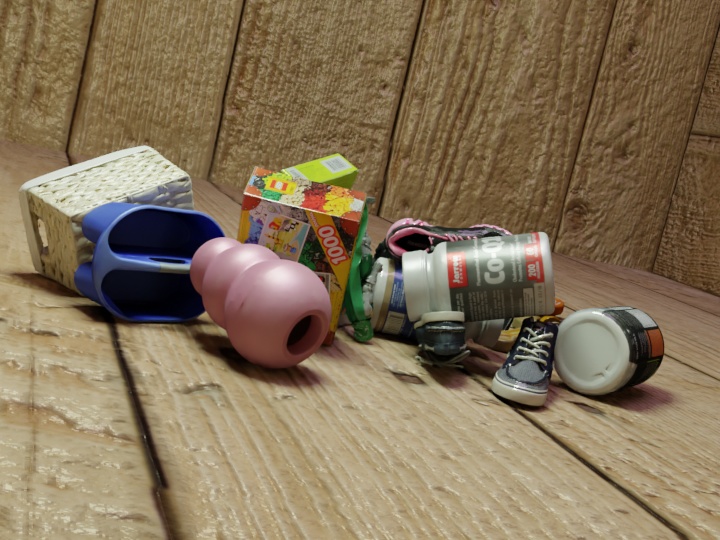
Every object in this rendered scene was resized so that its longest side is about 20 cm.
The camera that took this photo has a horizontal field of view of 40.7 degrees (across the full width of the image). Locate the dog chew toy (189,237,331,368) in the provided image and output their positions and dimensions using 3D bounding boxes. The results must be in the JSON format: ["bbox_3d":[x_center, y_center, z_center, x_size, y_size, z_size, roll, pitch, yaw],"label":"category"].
[{"bbox_3d":[-0.126,0.027,1.129,0.200,0.125,0.124,34,19,37],"label":"dog chew toy"}]

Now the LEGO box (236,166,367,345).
[{"bbox_3d":[-0.085,-0.017,1.260,0.148,0.201,0.077,13,35,0],"label":"LEGO box"}]

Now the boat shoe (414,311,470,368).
[{"bbox_3d":[0.111,0.097,1.301,0.074,0.062,0.200,1,-11,-3],"label":"boat shoe"}]

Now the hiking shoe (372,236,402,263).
[{"bbox_3d":[0.041,0.005,1.569,0.086,0.075,0.200,-9,-16,-37],"label":"hiking shoe"}]

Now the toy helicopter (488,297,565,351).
[{"bbox_3d":[0.287,0.110,1.580,0.199,0.079,0.132,-7,28,-37],"label":"toy helicopter"}]

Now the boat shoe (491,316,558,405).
[{"bbox_3d":[0.221,0.114,1.283,0.074,0.093,0.200,14,8,9],"label":"boat shoe"}]

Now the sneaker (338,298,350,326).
[{"bbox_3d":[-0.036,0.034,1.451,0.071,0.080,0.200,15,8,12],"label":"sneaker"}]

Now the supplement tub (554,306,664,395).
[{"bbox_3d":[0.369,0.114,1.422,0.122,0.123,0.200,18,9,32],"label":"supplement tub"}]

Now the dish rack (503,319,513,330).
[{"bbox_3d":[0.168,0.046,1.609,0.153,0.055,0.200,16,-15,25],"label":"dish rack"}]

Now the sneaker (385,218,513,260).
[{"bbox_3d":[0.129,-0.033,1.411,0.199,0.079,0.095,4,2,12],"label":"sneaker"}]

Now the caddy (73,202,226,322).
[{"bbox_3d":[-0.253,-0.010,1.199,0.105,0.142,0.200,14,7,42],"label":"caddy"}]

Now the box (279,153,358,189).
[{"bbox_3d":[-0.086,-0.060,1.352,0.048,0.200,0.122,41,37,21],"label":"box"}]

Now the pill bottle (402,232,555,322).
[{"bbox_3d":[0.161,0.013,1.334,0.199,0.114,0.114,-6,6,7],"label":"pill bottle"}]

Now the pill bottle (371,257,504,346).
[{"bbox_3d":[0.110,0.053,1.453,0.199,0.112,0.111,12,8,-6],"label":"pill bottle"}]

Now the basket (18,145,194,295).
[{"bbox_3d":[-0.328,-0.066,1.293,0.200,0.136,0.123,-25,38,-35],"label":"basket"}]

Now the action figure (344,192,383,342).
[{"bbox_3d":[0.000,0.000,1.368,0.054,0.201,0.118,0,-6,-14],"label":"action figure"}]
